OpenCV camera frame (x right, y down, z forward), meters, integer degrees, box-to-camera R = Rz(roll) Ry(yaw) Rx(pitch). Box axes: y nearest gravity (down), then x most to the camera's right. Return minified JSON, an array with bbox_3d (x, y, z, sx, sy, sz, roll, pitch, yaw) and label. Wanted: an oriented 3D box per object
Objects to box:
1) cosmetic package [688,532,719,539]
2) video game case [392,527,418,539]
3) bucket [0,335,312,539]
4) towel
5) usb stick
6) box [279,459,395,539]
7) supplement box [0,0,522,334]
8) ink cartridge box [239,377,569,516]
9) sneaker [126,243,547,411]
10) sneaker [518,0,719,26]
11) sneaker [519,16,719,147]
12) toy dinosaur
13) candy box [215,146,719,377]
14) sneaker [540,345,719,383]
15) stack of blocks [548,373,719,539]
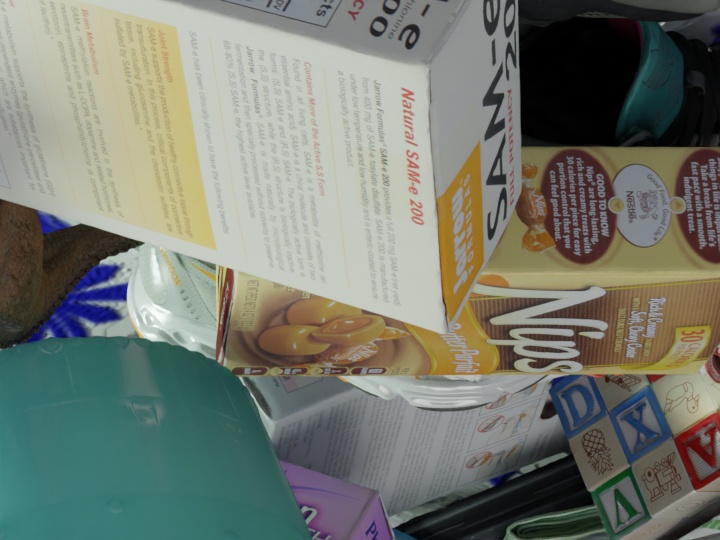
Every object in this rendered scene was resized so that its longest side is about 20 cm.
[{"bbox_3d":[0.171,0.196,1.140,0.089,0.108,0.200,-2,169,-25],"label":"cosmetic package"},{"bbox_3d":[-0.016,0.191,1.112,0.199,0.142,0.018,-28,129,-45],"label":"video game case"},{"bbox_3d":[-0.107,0.132,0.846,0.205,0.136,0.208,-12,143,-9],"label":"bucket"},{"bbox_3d":[0.148,0.155,1.234,0.151,0.024,0.200,-10,163,-5],"label":"towel"},{"bbox_3d":[0.104,0.121,1.199,0.199,0.033,0.055,-24,173,20],"label":"usb stick"},{"bbox_3d":[-0.101,0.180,1.009,0.175,0.201,0.097,15,145,25],"label":"box"},{"bbox_3d":[-0.050,-0.069,0.731,0.198,0.074,0.127,17,143,18],"label":"supplement box"},{"bbox_3d":[0.025,0.068,1.108,0.199,0.057,0.163,-23,152,-22],"label":"ink cartridge box"},{"bbox_3d":[0.000,0.000,0.933,0.198,0.076,0.092,4,137,-3],"label":"sneaker"},{"bbox_3d":[0.033,-0.111,0.792,0.197,0.077,0.114,5,146,-19],"label":"sneaker"},{"bbox_3d":[0.126,-0.071,0.880,0.198,0.084,0.121,-12,157,2],"label":"sneaker"},{"bbox_3d":[-0.160,-0.008,0.829,0.086,0.137,0.199,-32,143,29],"label":"toy dinosaur"},{"bbox_3d":[0.045,-0.001,0.846,0.198,0.056,0.116,1,159,-6],"label":"candy box"},{"bbox_3d":[0.134,0.022,0.972,0.201,0.109,0.067,-33,138,19],"label":"sneaker"},{"bbox_3d":[0.196,0.061,1.055,0.058,0.116,0.200,6,146,-47],"label":"stack of blocks"}]
